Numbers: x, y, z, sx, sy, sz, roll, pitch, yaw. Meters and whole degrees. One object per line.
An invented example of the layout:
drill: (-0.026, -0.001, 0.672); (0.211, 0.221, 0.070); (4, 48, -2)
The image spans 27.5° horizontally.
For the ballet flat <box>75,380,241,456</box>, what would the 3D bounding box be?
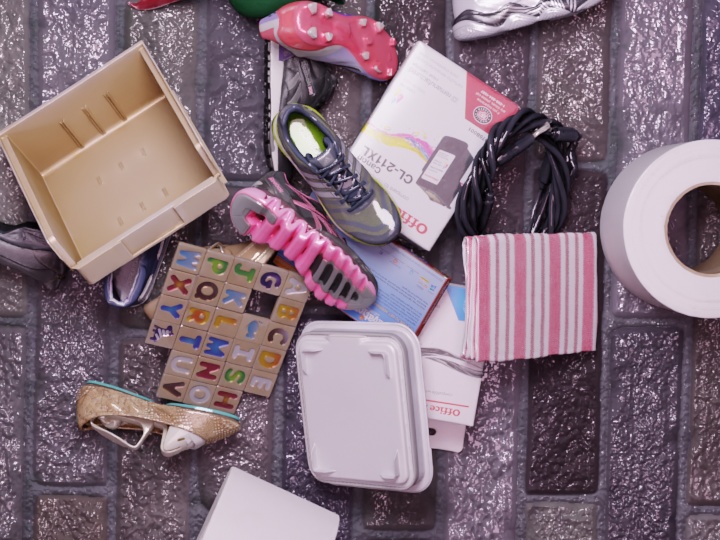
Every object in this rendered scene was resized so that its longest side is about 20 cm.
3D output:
ballet flat: (-0.241, 0.184, 1.733); (0.198, 0.071, 0.066); (11, 66, 5)

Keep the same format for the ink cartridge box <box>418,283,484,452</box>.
ink cartridge box: (0.086, 0.115, 1.744); (0.115, 0.068, 0.202); (9, 93, -2)

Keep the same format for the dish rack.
dish rack: (-0.004, 0.161, 1.704); (0.171, 0.043, 0.202); (0, 100, 34)

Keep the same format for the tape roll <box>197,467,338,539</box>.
tape roll: (-0.126, 0.344, 1.674); (0.138, 0.203, 0.204); (25, 92, -4)

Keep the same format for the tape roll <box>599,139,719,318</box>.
tape roll: (0.390, -0.049, 1.712); (0.201, 0.139, 0.205); (0, 93, -2)

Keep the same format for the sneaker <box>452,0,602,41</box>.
sneaker: (0.194, -0.345, 1.722); (0.198, 0.075, 0.116); (-14, 96, 2)

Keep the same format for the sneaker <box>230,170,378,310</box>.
sneaker: (-0.051, -0.041, 1.687); (0.200, 0.096, 0.079); (41, 129, -6)

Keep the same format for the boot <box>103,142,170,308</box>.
boot: (-0.252, -0.053, 1.713); (0.072, 0.090, 0.202); (11, 92, -2)

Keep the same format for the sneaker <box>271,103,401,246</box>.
sneaker: (-0.031, -0.107, 1.641); (0.074, 0.081, 0.200); (-43, 85, 1)

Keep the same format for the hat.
hat: (-0.137, -0.303, 1.675); (0.176, 0.200, 0.166); (-46, 109, 0)

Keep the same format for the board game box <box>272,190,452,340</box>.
board game box: (0.000, 0.000, 1.715); (0.199, 0.019, 0.103); (35, 100, 20)

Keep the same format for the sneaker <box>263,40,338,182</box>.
sneaker: (-0.069, -0.200, 1.724); (0.087, 0.076, 0.202); (1, 93, -8)

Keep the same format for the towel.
towel: (0.200, 0.028, 1.724); (0.199, 0.030, 0.148); (-2, 96, -34)

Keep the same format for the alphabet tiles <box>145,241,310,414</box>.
alphabet tiles: (-0.163, 0.074, 1.716); (0.166, 0.008, 0.201); (14, 113, -18)

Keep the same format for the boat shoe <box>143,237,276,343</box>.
boat shoe: (-0.168, 0.000, 1.728); (0.200, 0.071, 0.065); (-42, 94, 1)

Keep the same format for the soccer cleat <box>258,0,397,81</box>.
soccer cleat: (-0.031, -0.262, 1.687); (0.076, 0.199, 0.067); (-1, 82, 36)

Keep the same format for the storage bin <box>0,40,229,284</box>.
storage bin: (-0.277, -0.119, 1.661); (0.199, 0.094, 0.199); (-32, 55, -1)

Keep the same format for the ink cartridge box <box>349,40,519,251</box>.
ink cartridge box: (0.072, -0.142, 1.724); (0.145, 0.083, 0.201); (32, 91, -3)

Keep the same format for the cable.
cable: (0.180, -0.086, 1.710); (0.162, 0.051, 0.201); (10, 110, -45)

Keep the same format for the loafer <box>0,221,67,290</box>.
loafer: (-0.437, -0.027, 1.719); (0.198, 0.073, 0.073); (12, 97, -1)
